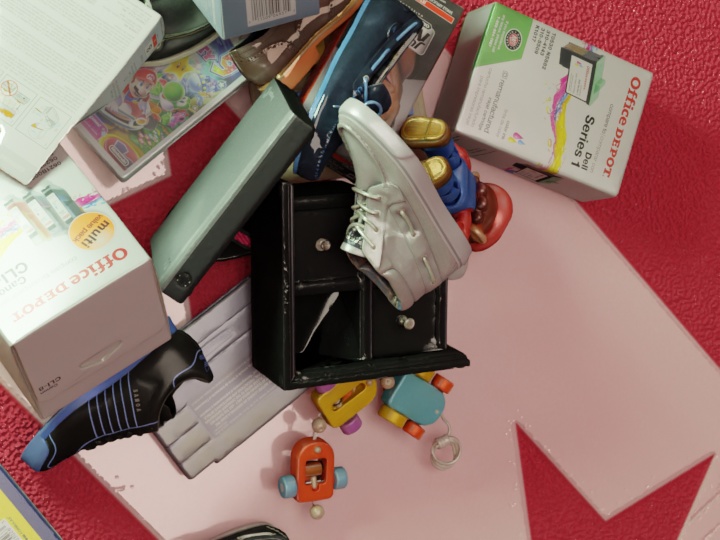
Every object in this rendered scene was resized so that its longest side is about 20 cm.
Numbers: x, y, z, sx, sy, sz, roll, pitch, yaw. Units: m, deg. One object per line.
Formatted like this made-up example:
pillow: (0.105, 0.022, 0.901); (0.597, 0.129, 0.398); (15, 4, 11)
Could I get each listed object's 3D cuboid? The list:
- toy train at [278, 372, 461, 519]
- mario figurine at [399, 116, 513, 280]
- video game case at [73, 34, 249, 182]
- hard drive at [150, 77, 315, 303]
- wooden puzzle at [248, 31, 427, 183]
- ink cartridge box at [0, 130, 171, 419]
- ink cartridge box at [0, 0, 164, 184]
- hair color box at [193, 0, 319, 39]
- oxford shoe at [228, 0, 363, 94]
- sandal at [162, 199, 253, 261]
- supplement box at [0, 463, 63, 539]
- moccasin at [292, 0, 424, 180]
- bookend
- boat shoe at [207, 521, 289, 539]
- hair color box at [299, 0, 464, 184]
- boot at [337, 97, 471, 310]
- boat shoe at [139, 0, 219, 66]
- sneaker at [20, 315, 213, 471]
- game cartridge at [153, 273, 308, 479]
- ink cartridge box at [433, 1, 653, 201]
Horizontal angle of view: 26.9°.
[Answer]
toy train: (0.003, 0.162, 1.535); (0.199, 0.056, 0.151); (-10, 107, -24)
mario figurine: (0.077, -0.072, 1.513); (0.124, 0.106, 0.200); (-56, 149, -9)
video game case: (-0.202, -0.200, 1.465); (0.200, 0.018, 0.143); (-41, 85, -16)
hard drive: (-0.120, -0.077, 1.383); (0.033, 0.140, 0.200); (35, 100, -20)
wooden puzzle: (-0.022, -0.196, 1.532); (0.185, 0.046, 0.201); (-9, 92, -19)
ink cartridge box: (-0.285, -0.003, 1.341); (0.145, 0.145, 0.200); (-34, 65, -18)
ink cartridge box: (-0.296, -0.188, 1.346); (0.162, 0.050, 0.200); (34, 76, 6)
hair color box: (-0.124, -0.302, 1.423); (0.099, 0.200, 0.061); (-18, 134, -19)
oxford shoe: (-0.050, -0.262, 1.454); (0.073, 0.071, 0.200); (40, 74, -24)
sandal: (-0.096, -0.048, 1.489); (0.199, 0.045, 0.075); (1, 74, -10)
supplement box: (-0.379, 0.273, 1.367); (0.200, 0.109, 0.110); (-40, 102, -16)
moccasin: (0.001, -0.170, 1.407); (0.068, 0.080, 0.200); (25, 79, 0)
bookend: (0.000, 0.000, 1.460); (0.199, 0.092, 0.199); (-5, 103, -23)
boat shoe: (-0.159, 0.302, 1.469); (0.200, 0.060, 0.076); (-27, 98, -18)
hair color box: (0.011, -0.196, 1.490); (0.101, 0.061, 0.200); (30, 77, -12)
boot: (0.018, -0.053, 1.365); (0.096, 0.074, 0.200); (-42, 116, -12)
boat shoe: (-0.214, -0.234, 1.429); (0.199, 0.068, 0.072); (-15, 77, -14)
sneaker: (-0.228, 0.134, 1.416); (0.200, 0.070, 0.078); (-42, 92, 8)
game cartridge: (-0.129, 0.099, 1.498); (0.200, 0.038, 0.130); (-38, 105, -16)
ink cartridge box: (0.191, -0.174, 1.586); (0.199, 0.084, 0.145); (20, 83, -18)
